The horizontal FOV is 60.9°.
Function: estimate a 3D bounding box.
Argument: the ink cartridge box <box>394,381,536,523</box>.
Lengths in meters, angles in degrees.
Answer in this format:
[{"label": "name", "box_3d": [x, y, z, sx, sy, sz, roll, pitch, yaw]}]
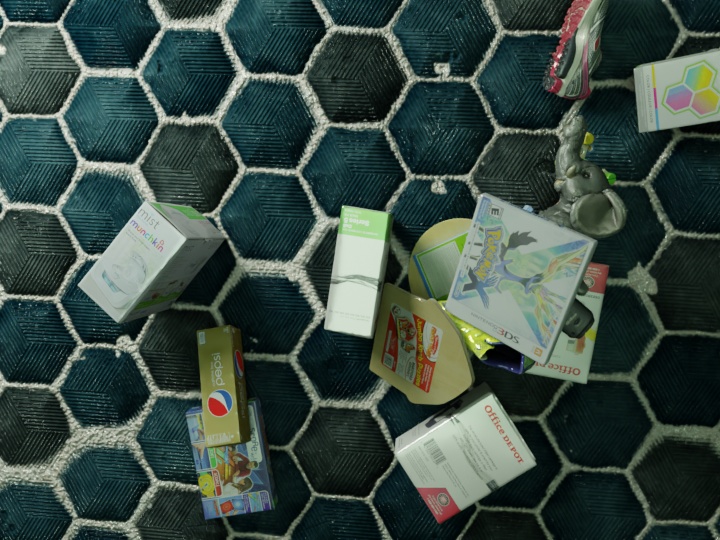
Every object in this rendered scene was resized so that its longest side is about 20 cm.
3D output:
[{"label": "ink cartridge box", "box_3d": [0.179, 0.313, 1.063, 0.199, 0.084, 0.146, -34, 90, 6]}]

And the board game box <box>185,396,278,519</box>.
[{"label": "board game box", "box_3d": [-0.234, 0.344, 1.122, 0.133, 0.034, 0.203, -9, 92, 4]}]

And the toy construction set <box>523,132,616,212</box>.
[{"label": "toy construction set", "box_3d": [0.340, -0.120, 1.025, 0.131, 0.092, 0.200, 38, 104, -23]}]

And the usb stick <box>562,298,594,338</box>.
[{"label": "usb stick", "box_3d": [0.285, 0.031, 0.975, 0.199, 0.033, 0.056, 39, 92, -4]}]

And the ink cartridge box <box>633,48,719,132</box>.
[{"label": "ink cartridge box", "box_3d": [0.543, -0.289, 0.965, 0.198, 0.059, 0.105, -3, 109, 31]}]

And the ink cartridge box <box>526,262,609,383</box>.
[{"label": "ink cartridge box", "box_3d": [0.324, 0.077, 1.040, 0.143, 0.083, 0.203, 10, 94, 4]}]

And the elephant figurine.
[{"label": "elephant figurine", "box_3d": [0.330, -0.095, 0.924, 0.201, 0.154, 0.142, -51, 48, 16]}]

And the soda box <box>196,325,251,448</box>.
[{"label": "soda box", "box_3d": [-0.239, 0.203, 1.074, 0.063, 0.068, 0.203, -9, 76, 4]}]

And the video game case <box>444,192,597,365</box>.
[{"label": "video game case", "box_3d": [0.229, 0.012, 0.908, 0.181, 0.022, 0.202, 29, 118, 30]}]

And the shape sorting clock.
[{"label": "shape sorting clock", "box_3d": [0.174, 0.012, 1.044, 0.198, 0.039, 0.203, 8, 105, 32]}]

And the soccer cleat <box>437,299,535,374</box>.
[{"label": "soccer cleat", "box_3d": [0.187, 0.105, 0.985, 0.198, 0.084, 0.065, 22, 126, 22]}]

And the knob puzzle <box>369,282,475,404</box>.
[{"label": "knob puzzle", "box_3d": [0.110, 0.135, 1.022, 0.218, 0.030, 0.223, 16, 114, 39]}]

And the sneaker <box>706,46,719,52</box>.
[{"label": "sneaker", "box_3d": [0.610, -0.371, 0.998, 0.113, 0.075, 0.203, 4, 97, 2]}]

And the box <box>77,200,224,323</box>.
[{"label": "box", "box_3d": [-0.339, -0.017, 1.030, 0.096, 0.200, 0.177, 40, 96, 2]}]

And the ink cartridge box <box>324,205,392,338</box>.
[{"label": "ink cartridge box", "box_3d": [0.000, 0.000, 1.031, 0.083, 0.145, 0.203, 9, 93, 4]}]

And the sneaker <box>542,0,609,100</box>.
[{"label": "sneaker", "box_3d": [0.375, -0.387, 1.021, 0.074, 0.081, 0.202, 18, 102, -11]}]
